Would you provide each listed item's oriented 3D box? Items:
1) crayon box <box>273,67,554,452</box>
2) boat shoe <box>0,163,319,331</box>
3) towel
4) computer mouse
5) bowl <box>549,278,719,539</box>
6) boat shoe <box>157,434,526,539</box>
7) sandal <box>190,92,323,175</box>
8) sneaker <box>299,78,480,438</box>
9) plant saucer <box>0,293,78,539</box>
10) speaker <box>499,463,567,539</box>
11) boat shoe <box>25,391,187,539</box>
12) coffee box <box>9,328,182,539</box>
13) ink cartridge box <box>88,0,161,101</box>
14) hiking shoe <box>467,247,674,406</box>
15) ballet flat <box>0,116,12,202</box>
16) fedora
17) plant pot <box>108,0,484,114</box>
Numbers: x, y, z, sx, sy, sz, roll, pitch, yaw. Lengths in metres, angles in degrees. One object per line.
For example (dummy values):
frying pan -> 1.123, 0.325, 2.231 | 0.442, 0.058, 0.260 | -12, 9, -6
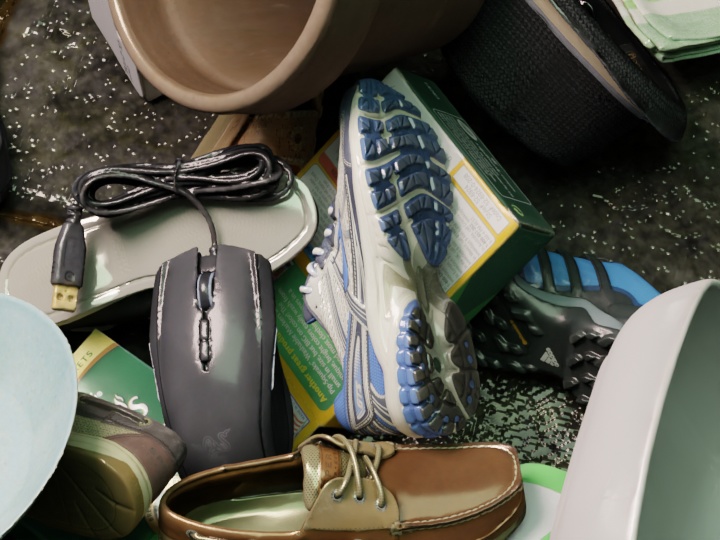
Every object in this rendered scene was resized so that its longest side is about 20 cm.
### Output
crayon box -> 0.000, 0.000, 1.253 | 0.200, 0.051, 0.126 | -46, 64, 18
boat shoe -> -0.110, -0.008, 1.255 | 0.199, 0.060, 0.074 | -20, 77, 16
towel -> 0.207, -0.219, 1.396 | 0.151, 0.023, 0.201 | -13, 54, -21
computer mouse -> -0.108, 0.030, 1.192 | 0.139, 0.046, 0.202 | -1, 86, 12
bowl -> 0.171, 0.127, 1.148 | 0.074, 0.200, 0.201 | -4, 53, 35
boat shoe -> -0.012, 0.126, 1.141 | 0.198, 0.074, 0.076 | -14, 44, 2
sandal -> -0.064, -0.071, 1.337 | 0.070, 0.078, 0.212 | 45, 76, -10
sneaker -> 0.001, -0.004, 1.181 | 0.085, 0.077, 0.202 | -16, 74, 36
plant saucer -> -0.230, 0.098, 1.115 | 0.199, 0.039, 0.202 | -12, 46, 13
speaker -> 0.069, 0.205, 1.156 | 0.088, 0.089, 0.201 | 24, 65, 14
boat shoe -> -0.179, 0.094, 1.184 | 0.200, 0.072, 0.066 | 12, 29, 37
coffee box -> -0.112, 0.135, 1.224 | 0.199, 0.044, 0.123 | 35, 69, 19
ink cartridge box -> -0.077, -0.217, 1.358 | 0.199, 0.146, 0.083 | -28, 62, -13
hiking shoe -> 0.112, 0.021, 1.276 | 0.199, 0.075, 0.087 | 31, 37, 25
ballet flat -> -0.264, -0.128, 1.361 | 0.073, 0.073, 0.201 | -18, 62, -8
fedora -> 0.107, -0.135, 1.320 | 0.092, 0.200, 0.201 | -42, 64, 14
plant pot -> -0.018, -0.186, 1.221 | 0.174, 0.200, 0.201 | -2, 52, -44
